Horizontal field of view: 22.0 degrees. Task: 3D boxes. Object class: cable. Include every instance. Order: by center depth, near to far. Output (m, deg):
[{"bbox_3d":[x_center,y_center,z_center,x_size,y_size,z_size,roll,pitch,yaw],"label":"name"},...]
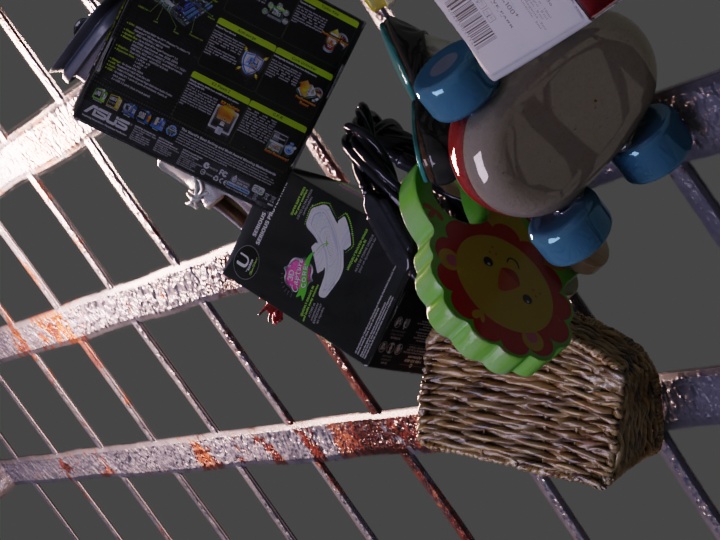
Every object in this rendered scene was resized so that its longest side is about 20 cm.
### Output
[{"bbox_3d":[0.056,-0.068,1.632,0.051,0.163,0.200,-40,71,30],"label":"cable"}]

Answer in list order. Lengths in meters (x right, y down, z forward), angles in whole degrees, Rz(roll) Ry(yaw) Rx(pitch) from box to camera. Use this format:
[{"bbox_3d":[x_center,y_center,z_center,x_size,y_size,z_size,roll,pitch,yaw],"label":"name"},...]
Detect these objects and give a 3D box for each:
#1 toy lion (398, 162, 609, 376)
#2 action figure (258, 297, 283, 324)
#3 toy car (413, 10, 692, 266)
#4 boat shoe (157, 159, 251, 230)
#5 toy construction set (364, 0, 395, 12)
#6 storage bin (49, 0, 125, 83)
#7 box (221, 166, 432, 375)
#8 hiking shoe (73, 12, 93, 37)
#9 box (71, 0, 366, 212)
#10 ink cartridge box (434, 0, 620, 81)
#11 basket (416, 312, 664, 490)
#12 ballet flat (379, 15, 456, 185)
[{"bbox_3d":[0.106,-0.013,1.541,0.200,0.192,0.069,48,133,6],"label":"toy lion"},{"bbox_3d":[-0.049,0.041,1.909,0.200,0.099,0.065,41,162,-25],"label":"action figure"},{"bbox_3d":[0.117,-0.129,1.429,0.184,0.177,0.200,49,170,-24],"label":"toy car"},{"bbox_3d":[-0.129,-0.069,1.931,0.202,0.065,0.074,33,161,-16],"label":"boat shoe"},{"bbox_3d":[-0.021,-0.311,1.476,0.131,0.092,0.201,-127,17,-66],"label":"toy construction set"},{"bbox_3d":[-0.166,-0.221,1.727,0.134,0.200,0.146,41,134,-6],"label":"storage bin"},{"bbox_3d":[0.000,0.000,1.749,0.200,0.125,0.148,32,-169,34],"label":"box"},{"bbox_3d":[-0.239,-0.241,1.841,0.086,0.200,0.075,24,118,-19],"label":"hiking shoe"},{"bbox_3d":[-0.125,-0.179,1.631,0.199,0.194,0.048,25,-176,-13],"label":"box"},{"bbox_3d":[0.166,-0.226,1.161,0.084,0.200,0.175,54,154,-6],"label":"ink cartridge box"},{"bbox_3d":[0.169,0.098,1.679,0.199,0.149,0.143,11,104,27],"label":"basket"},{"bbox_3d":[0.067,-0.148,1.554,0.068,0.068,0.201,66,-173,-48],"label":"ballet flat"}]
